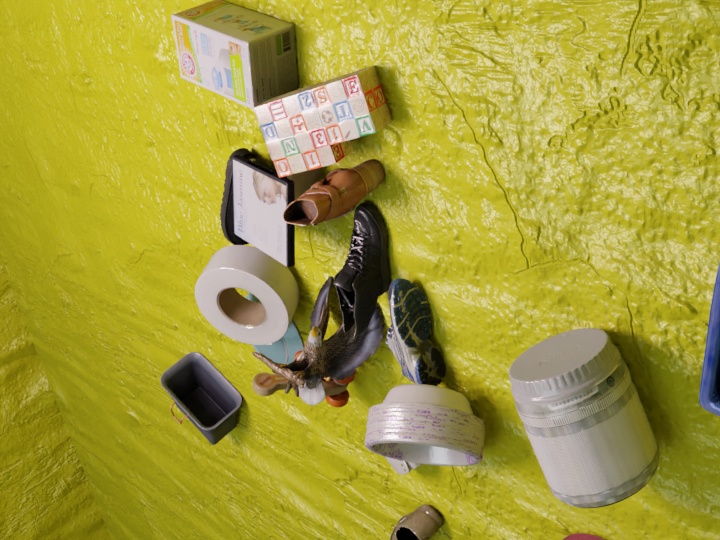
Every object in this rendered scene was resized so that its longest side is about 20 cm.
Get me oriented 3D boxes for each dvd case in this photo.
[{"bbox_3d":[-0.167,-0.104,1.499,0.199,0.017,0.146,29,125,50],"label":"dvd case"}]

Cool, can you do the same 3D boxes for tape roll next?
[{"bbox_3d":[-0.219,0.050,1.716,0.198,0.071,0.205,11,133,12],"label":"tape roll"}]

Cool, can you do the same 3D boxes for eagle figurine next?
[{"bbox_3d":[-0.065,0.128,1.565,0.152,0.200,0.151,49,152,-5],"label":"eagle figurine"}]

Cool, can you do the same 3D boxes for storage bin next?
[{"bbox_3d":[-0.389,0.330,2.151,0.199,0.145,0.136,39,151,24],"label":"storage bin"}]

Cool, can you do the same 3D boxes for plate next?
[{"bbox_3d":[-0.192,0.139,1.855,0.198,0.025,0.203,31,137,33],"label":"plate"}]

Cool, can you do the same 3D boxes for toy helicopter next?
[{"bbox_3d":[-0.113,0.195,1.661,0.133,0.196,0.080,56,142,43],"label":"toy helicopter"}]

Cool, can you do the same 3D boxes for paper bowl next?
[{"bbox_3d":[0.109,0.255,1.461,0.196,0.106,0.201,8,159,3],"label":"paper bowl"}]

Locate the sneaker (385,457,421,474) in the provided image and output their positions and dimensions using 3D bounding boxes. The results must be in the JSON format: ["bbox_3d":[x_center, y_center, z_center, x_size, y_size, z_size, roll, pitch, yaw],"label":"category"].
[{"bbox_3d":[0.080,0.304,1.617,0.115,0.073,0.201,44,151,15],"label":"sneaker"}]

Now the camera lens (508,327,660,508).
[{"bbox_3d":[0.302,0.202,1.190,0.159,0.159,0.203,-10,109,52],"label":"camera lens"}]

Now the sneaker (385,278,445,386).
[{"bbox_3d":[0.073,0.106,1.472,0.084,0.076,0.204,12,124,50],"label":"sneaker"}]

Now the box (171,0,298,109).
[{"bbox_3d":[-0.205,-0.356,1.436,0.198,0.101,0.114,28,135,35],"label":"box"}]

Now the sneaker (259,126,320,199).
[{"bbox_3d":[-0.122,-0.208,1.480,0.098,0.070,0.203,31,131,34],"label":"sneaker"}]

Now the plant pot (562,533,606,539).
[{"bbox_3d":[0.345,0.551,1.382,0.198,0.178,0.203,29,135,33],"label":"plant pot"}]

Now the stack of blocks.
[{"bbox_3d":[-0.054,-0.224,1.339,0.197,0.059,0.117,-10,109,33],"label":"stack of blocks"}]

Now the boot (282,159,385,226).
[{"bbox_3d":[-0.066,-0.108,1.407,0.074,0.154,0.199,57,145,-1],"label":"boot"}]

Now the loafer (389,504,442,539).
[{"bbox_3d":[0.097,0.530,1.760,0.076,0.067,0.201,45,142,17],"label":"loafer"}]

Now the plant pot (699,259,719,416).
[{"bbox_3d":[0.470,0.054,0.861,0.198,0.179,0.203,25,133,38],"label":"plant pot"}]

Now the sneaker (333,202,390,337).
[{"bbox_3d":[-0.002,-0.001,1.453,0.059,0.104,0.203,18,129,42],"label":"sneaker"}]

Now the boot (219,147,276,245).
[{"bbox_3d":[-0.182,-0.103,1.615,0.157,0.079,0.214,35,138,29],"label":"boot"}]
